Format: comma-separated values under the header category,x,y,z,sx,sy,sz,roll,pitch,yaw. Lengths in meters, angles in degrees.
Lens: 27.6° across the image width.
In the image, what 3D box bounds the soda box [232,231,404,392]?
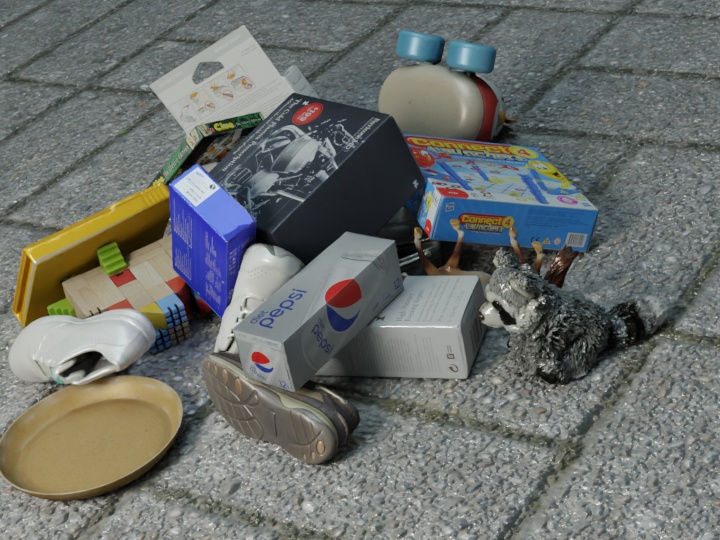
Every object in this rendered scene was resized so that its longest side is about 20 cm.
category,x,y,z,sx,sy,sz,roll,pitch,yaw
soda box,-0.039,0.039,1.503,0.068,0.063,0.200,13,39,35

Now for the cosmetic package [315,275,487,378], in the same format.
category,x,y,z,sx,sy,sz,roll,pitch,yaw
cosmetic package,0.028,0.059,1.576,0.200,0.074,0.102,0,33,19

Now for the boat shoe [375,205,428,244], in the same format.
category,x,y,z,sx,sy,sz,roll,pitch,yaw
boat shoe,0.046,-0.054,1.757,0.200,0.069,0.072,-11,35,-32

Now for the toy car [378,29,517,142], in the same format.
category,x,y,z,sx,sy,sz,roll,pitch,yaw
toy car,0.144,-0.209,1.940,0.200,0.184,0.177,-1,15,-45

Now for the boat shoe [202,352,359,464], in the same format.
category,x,y,z,sx,sy,sz,roll,pitch,yaw
boat shoe,-0.081,0.134,1.503,0.200,0.075,0.073,28,38,37

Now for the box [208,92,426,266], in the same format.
category,x,y,z,sx,sy,sz,roll,pitch,yaw
box,-0.065,-0.090,1.653,0.182,0.104,0.200,20,59,47

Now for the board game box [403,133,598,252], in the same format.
category,x,y,z,sx,sy,sz,roll,pitch,yaw
board game box,0.149,-0.094,1.733,0.200,0.056,0.196,4,25,-20

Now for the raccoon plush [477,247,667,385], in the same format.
category,x,y,z,sx,sy,sz,roll,pitch,yaw
raccoon plush,0.212,0.023,1.502,0.200,0.134,0.097,-27,32,-24

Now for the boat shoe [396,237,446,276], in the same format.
category,x,y,z,sx,sy,sz,roll,pitch,yaw
boat shoe,0.000,0.001,1.687,0.199,0.068,0.074,-7,30,9

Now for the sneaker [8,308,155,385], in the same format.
category,x,y,z,sx,sy,sz,roll,pitch,yaw
sneaker,-0.324,0.097,1.612,0.200,0.075,0.089,-16,29,32

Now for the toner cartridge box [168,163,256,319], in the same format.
category,x,y,z,sx,sy,sz,roll,pitch,yaw
toner cartridge box,-0.162,-0.026,1.601,0.043,0.200,0.095,-38,74,-21

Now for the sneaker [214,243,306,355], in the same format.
category,x,y,z,sx,sy,sz,roll,pitch,yaw
sneaker,-0.110,0.049,1.561,0.074,0.200,0.087,21,49,-2

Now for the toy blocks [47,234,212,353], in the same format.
category,x,y,z,sx,sy,sz,roll,pitch,yaw
toy blocks,-0.249,0.038,1.714,0.200,0.100,0.137,-26,44,-20

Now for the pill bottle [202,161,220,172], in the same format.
category,x,y,z,sx,sy,sz,roll,pitch,yaw
pill bottle,-0.101,-0.116,1.884,0.200,0.112,0.112,-14,30,-2

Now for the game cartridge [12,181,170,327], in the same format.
category,x,y,z,sx,sy,sz,roll,pitch,yaw
game cartridge,-0.322,-0.022,1.769,0.200,0.176,0.032,-31,77,-29

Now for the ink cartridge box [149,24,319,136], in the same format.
category,x,y,z,sx,sy,sz,roll,pitch,yaw
ink cartridge box,-0.161,-0.224,1.961,0.200,0.174,0.044,-24,19,38

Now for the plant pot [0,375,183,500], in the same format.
category,x,y,z,sx,sy,sz,roll,pitch,yaw
plant pot,-0.280,0.178,1.535,0.200,0.027,0.200,-9,31,5

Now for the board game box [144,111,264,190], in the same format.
category,x,y,z,sx,sy,sz,roll,pitch,yaw
board game box,-0.210,-0.139,1.906,0.105,0.023,0.200,-21,-14,-40

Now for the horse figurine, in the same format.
category,x,y,z,sx,sy,sz,roll,pitch,yaw
horse figurine,0.134,0.007,1.596,0.200,0.133,0.050,6,40,8
